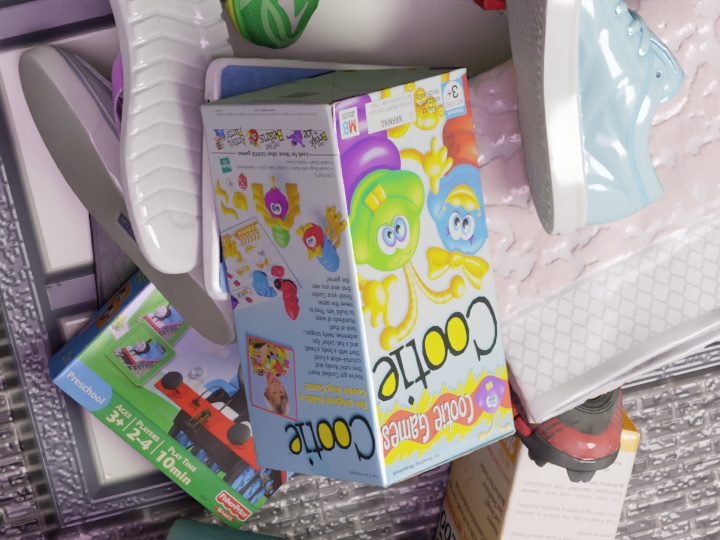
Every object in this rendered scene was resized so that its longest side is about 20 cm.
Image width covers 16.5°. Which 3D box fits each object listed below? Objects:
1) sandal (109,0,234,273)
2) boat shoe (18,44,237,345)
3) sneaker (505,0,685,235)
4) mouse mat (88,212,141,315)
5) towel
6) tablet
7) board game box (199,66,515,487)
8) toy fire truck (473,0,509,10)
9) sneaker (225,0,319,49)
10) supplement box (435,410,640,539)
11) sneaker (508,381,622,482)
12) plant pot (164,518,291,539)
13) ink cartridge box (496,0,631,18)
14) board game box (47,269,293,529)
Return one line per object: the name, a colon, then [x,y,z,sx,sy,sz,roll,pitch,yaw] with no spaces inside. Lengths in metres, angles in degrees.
sandal: [-0.106,-0.099,1.339,0.082,0.050,0.203,-5,91,-40]
boat shoe: [-0.111,-0.052,1.388,0.072,0.070,0.201,-36,84,-27]
sneaker: [0.123,-0.118,1.275,0.082,0.074,0.200,-11,121,-11]
mouse mat: [-0.076,0.002,1.465,0.161,0.008,0.200,-7,111,-8]
towel: [0.139,-0.040,1.340,0.200,0.032,0.191,-26,80,4]
tablet: [-0.008,-0.051,1.384,0.200,0.014,0.130,-2,94,-43]
board game box: [0.000,0.000,1.315,0.103,0.105,0.200,-18,105,-41]
toy fire truck: [0.075,-0.251,1.322,0.049,0.141,0.200,-4,112,-9]
sneaker: [-0.009,-0.183,1.333,0.084,0.074,0.200,46,132,12]
supplement box: [0.097,0.159,1.491,0.074,0.126,0.200,7,108,-14]
sneaker: [0.114,0.019,1.395,0.071,0.200,0.098,7,141,-16]
plant pot: [-0.036,0.251,1.440,0.161,0.201,0.201,5,111,6]
ink cartridge box: [0.188,-0.159,1.409,0.200,0.085,0.146,33,102,-18]
board game box: [-0.060,0.035,1.457,0.151,0.037,0.200,42,98,-21]
